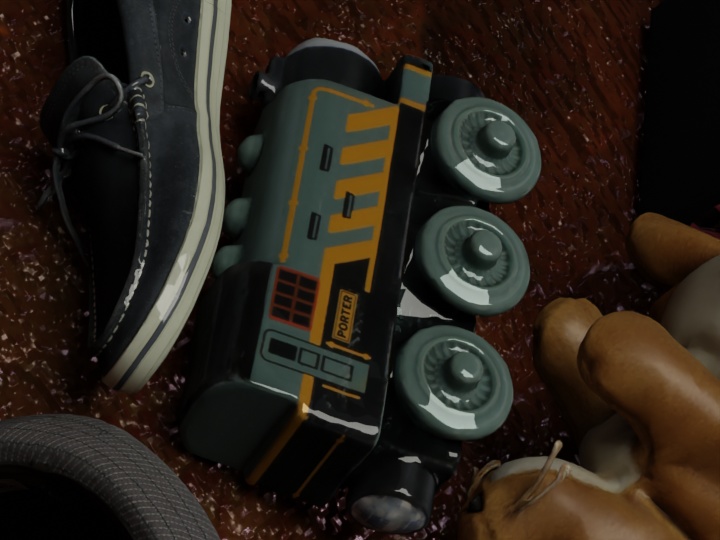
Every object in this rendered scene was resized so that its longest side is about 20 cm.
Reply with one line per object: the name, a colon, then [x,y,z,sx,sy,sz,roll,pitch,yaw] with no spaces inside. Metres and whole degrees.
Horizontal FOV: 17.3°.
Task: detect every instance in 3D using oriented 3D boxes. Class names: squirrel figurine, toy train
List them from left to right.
toy train: [0.000,0.000,0.890,0.113,0.085,0.201,20,55,-15]
squirrel figurine: [0.133,0.095,0.881,0.187,0.141,0.200,-49,112,-20]

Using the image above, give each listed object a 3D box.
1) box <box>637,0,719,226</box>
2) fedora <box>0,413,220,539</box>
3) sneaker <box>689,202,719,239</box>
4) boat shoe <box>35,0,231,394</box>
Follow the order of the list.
box: [0.226,-0.039,1.073,0.199,0.079,0.142,24,53,-24]
fedora: [-0.099,0.146,0.709,0.090,0.176,0.201,33,64,-61]
sneaker: [0.180,0.005,0.970,0.095,0.201,0.079,18,53,18]
boat shoe: [-0.085,-0.045,0.857,0.062,0.075,0.201,17,52,-22]
